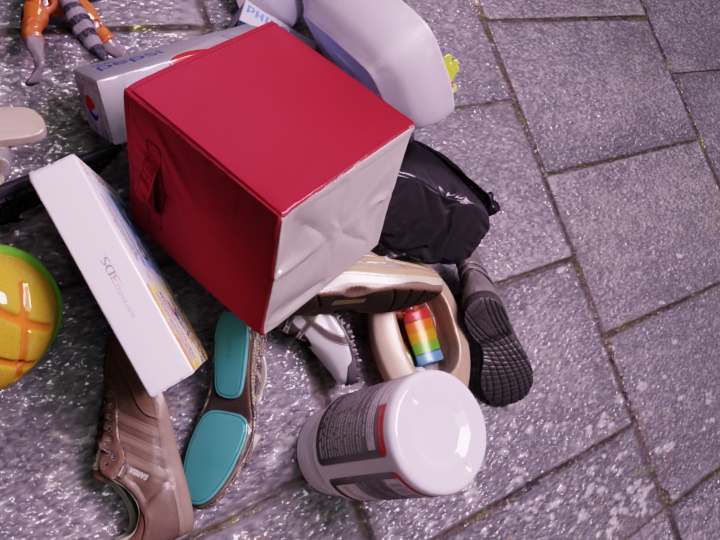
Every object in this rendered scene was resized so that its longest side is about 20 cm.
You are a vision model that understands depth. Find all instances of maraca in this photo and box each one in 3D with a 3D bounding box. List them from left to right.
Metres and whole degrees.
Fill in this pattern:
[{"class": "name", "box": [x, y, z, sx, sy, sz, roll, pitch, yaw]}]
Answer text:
[{"class": "maraca", "box": [-0.344, 0.057, 0.594, 0.199, 0.107, 0.138, -32, 125, -22]}]

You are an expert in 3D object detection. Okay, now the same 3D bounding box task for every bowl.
[{"class": "bowl", "box": [0.014, -0.259, 0.866, 0.075, 0.200, 0.200, -43, 67, 0]}]

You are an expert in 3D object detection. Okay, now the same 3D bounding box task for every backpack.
[{"class": "backpack", "box": [0.045, -0.094, 0.843, 0.166, 0.127, 0.200, 27, 18, -26]}]

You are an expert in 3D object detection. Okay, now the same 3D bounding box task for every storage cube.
[{"class": "storage cube", "box": [-0.086, -0.084, 0.665, 0.179, 0.171, 0.200, 38, 53, 16]}]

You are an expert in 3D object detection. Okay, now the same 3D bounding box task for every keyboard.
[{"class": "keyboard", "box": [-0.305, -0.057, 0.642, 0.021, 0.127, 0.200, 59, 30, -9]}]

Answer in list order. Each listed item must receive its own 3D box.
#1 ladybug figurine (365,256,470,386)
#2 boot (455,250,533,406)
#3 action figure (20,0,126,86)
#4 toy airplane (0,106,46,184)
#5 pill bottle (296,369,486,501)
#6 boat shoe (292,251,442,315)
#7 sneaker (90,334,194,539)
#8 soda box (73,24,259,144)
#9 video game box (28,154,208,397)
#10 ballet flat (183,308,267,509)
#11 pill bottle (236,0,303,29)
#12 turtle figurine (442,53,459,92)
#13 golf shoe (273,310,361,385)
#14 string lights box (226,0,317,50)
[{"class": "ladybug figurine", "box": [0.063, 0.085, 0.873, 0.135, 0.072, 0.201, -5, 77, -35]}, {"class": "boot", "box": [0.168, 0.068, 0.941, 0.131, 0.067, 0.201, -94, 166, -55]}, {"class": "action figure", "box": [-0.286, -0.298, 0.756, 0.199, 0.104, 0.195, -18, 95, -33]}, {"class": "toy airplane", "box": [-0.401, -0.099, 0.607, 0.199, 0.142, 0.199, 19, 45, 14]}, {"class": "pill bottle", "box": [0.022, 0.173, 0.737, 0.113, 0.200, 0.115, 11, 68, -30]}, {"class": "boat shoe", "box": [0.000, 0.000, 0.774, 0.199, 0.072, 0.077, 2, 61, -35]}, {"class": "sneaker", "box": [-0.214, 0.156, 0.668, 0.075, 0.070, 0.201, -15, 82, -31]}, {"class": "soda box", "box": [-0.176, -0.193, 0.734, 0.199, 0.068, 0.064, -26, 126, -29]}, {"class": "video game box", "box": [-0.207, 0.008, 0.655, 0.047, 0.182, 0.201, -29, 92, -6]}, {"class": "ballet flat", "box": [-0.124, 0.136, 0.732, 0.075, 0.067, 0.201, 27, 72, -66]}, {"class": "pill bottle", "box": [-0.081, -0.398, 0.916, 0.111, 0.111, 0.201, 34, 59, -19]}, {"class": "turtle figurine", "box": [0.069, -0.302, 0.986, 0.064, 0.161, 0.200, -35, 113, 7]}, {"class": "golf shoe", "box": [-0.075, 0.050, 0.804, 0.094, 0.078, 0.201, -30, 90, -19]}, {"class": "string lights box", "box": [-0.126, -0.204, 0.854, 0.102, 0.059, 0.201, 24, 62, -25]}]
